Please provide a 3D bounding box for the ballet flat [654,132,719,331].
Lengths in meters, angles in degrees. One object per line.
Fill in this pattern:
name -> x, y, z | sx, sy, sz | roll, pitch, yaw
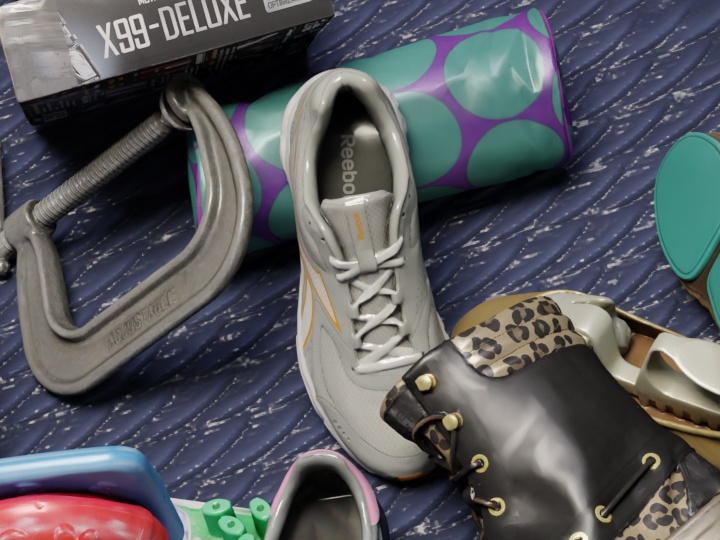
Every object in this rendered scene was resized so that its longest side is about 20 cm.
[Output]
ballet flat -> 0.191, -0.004, 1.309 | 0.072, 0.068, 0.200 | 25, 16, -16

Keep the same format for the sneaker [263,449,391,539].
sneaker -> -0.028, 0.170, 1.218 | 0.070, 0.082, 0.200 | -2, 52, 9

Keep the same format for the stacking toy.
stacking toy -> -0.131, 0.184, 1.199 | 0.110, 0.116, 0.200 | -9, 64, 5

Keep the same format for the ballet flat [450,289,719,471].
ballet flat -> 0.130, 0.042, 1.299 | 0.200, 0.063, 0.069 | 19, 58, 25

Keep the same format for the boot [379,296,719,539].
boot -> 0.060, 0.112, 1.228 | 0.200, 0.073, 0.151 | -33, 69, -14

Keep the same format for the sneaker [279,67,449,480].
sneaker -> 0.000, 0.000, 1.300 | 0.076, 0.092, 0.200 | -13, 85, -1

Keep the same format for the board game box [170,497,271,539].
board game box -> -0.153, 0.178, 1.275 | 0.200, 0.026, 0.200 | 6, 54, 17

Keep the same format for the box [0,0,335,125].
box -> -0.100, -0.120, 1.398 | 0.157, 0.200, 0.050 | -16, 91, -4

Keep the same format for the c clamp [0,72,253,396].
c clamp -> -0.125, -0.031, 1.373 | 0.200, 0.027, 0.171 | -29, 56, 38

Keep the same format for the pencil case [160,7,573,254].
pencil case -> 0.007, -0.068, 1.398 | 0.200, 0.092, 0.085 | -15, 94, -2
